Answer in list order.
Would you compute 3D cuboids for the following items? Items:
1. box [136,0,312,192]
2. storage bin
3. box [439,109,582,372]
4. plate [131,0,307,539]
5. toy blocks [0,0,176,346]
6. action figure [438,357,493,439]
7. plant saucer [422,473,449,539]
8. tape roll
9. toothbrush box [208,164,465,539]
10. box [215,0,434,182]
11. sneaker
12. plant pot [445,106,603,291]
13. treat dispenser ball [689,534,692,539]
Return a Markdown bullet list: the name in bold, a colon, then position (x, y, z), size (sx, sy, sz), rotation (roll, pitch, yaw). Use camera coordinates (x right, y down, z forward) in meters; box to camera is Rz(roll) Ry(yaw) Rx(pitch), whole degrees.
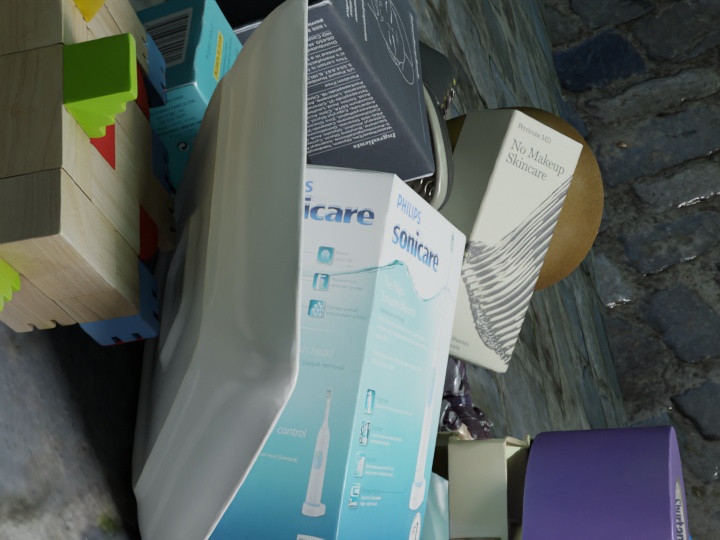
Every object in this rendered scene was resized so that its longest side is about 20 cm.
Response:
- **box**: position (-0.069, -0.061, 0.683), size (0.200, 0.049, 0.082), rotation (58, 24, -46)
- **storage bin**: position (0.080, 0.218, 0.745), size (0.199, 0.094, 0.200), rotation (44, 44, -64)
- **box**: position (0.103, -0.025, 0.934), size (0.082, 0.068, 0.200), rotation (20, 87, -30)
- **plate**: position (-0.067, 0.011, 0.503), size (0.200, 0.032, 0.200), rotation (120, -26, -49)
- **toy blocks**: position (-0.118, -0.049, 0.468), size (0.137, 0.100, 0.200), rotation (67, 15, -65)
- **action figure**: position (0.081, 0.103, 1.022), size (0.130, 0.069, 0.200), rotation (44, 39, -73)
- **plant saucer**: position (0.042, 0.205, 0.871), size (0.200, 0.027, 0.200), rotation (-13, 90, -73)
- **tape roll**: position (0.158, 0.197, 0.703), size (0.200, 0.085, 0.200), rotation (-5, 90, -74)
- **toothbrush box**: position (-0.013, 0.058, 0.609), size (0.146, 0.085, 0.200), rotation (27, 72, -68)
- **box**: position (-0.035, -0.161, 0.776), size (0.200, 0.107, 0.149), rotation (49, 31, -55)
- **sneaker**: position (0.050, -0.124, 0.914), size (0.106, 0.075, 0.200), rotation (13, 50, -45)
- **plant pot**: position (0.101, -0.069, 1.065), size (0.200, 0.186, 0.187), rotation (-2, 78, -57)
- **treat dispenser ball**: position (0.214, 0.288, 1.063), size (0.201, 0.201, 0.201), rotation (-14, 90, -73)
